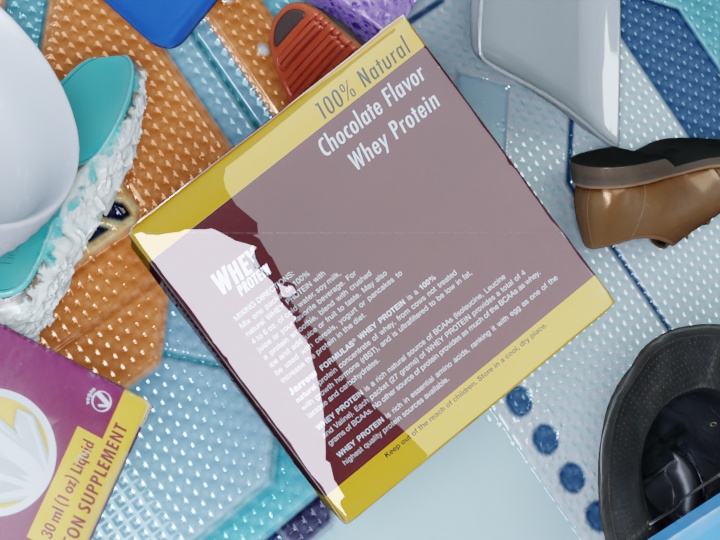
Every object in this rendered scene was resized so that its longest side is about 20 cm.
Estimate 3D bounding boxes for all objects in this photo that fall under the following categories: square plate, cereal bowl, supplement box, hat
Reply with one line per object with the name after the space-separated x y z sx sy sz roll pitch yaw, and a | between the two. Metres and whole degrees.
0.124 -0.204 1.113 0.199 0.028 0.201 22 66 -52 | square plate
-0.251 -0.080 0.858 0.199 0.083 0.201 35 31 -25 | cereal bowl
0.000 0.000 0.948 0.197 0.133 0.201 -38 93 -7 | supplement box
0.211 0.131 1.073 0.198 0.081 0.203 -2 95 -28 | hat
-0.232 0.089 0.866 0.199 0.103 0.132 29 66 -14 | supplement box

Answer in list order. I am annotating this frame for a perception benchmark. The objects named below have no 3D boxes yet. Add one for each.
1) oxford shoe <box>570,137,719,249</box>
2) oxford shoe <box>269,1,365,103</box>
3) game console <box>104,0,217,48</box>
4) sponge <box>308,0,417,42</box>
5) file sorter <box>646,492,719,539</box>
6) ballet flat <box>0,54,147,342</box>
0.230 -0.055 1.155 0.198 0.071 0.072 -10 107 -27 | oxford shoe
0.020 -0.098 1.069 0.200 0.071 0.073 49 35 -3 | oxford shoe
-0.129 -0.272 0.995 0.200 0.118 0.171 41 72 -10 | game console
0.019 -0.258 1.124 0.111 0.030 0.201 36 63 -11 | sponge
0.270 0.246 1.001 0.138 0.122 0.202 -26 110 -25 | file sorter
-0.176 -0.038 0.949 0.071 0.072 0.201 32 54 -13 | ballet flat
